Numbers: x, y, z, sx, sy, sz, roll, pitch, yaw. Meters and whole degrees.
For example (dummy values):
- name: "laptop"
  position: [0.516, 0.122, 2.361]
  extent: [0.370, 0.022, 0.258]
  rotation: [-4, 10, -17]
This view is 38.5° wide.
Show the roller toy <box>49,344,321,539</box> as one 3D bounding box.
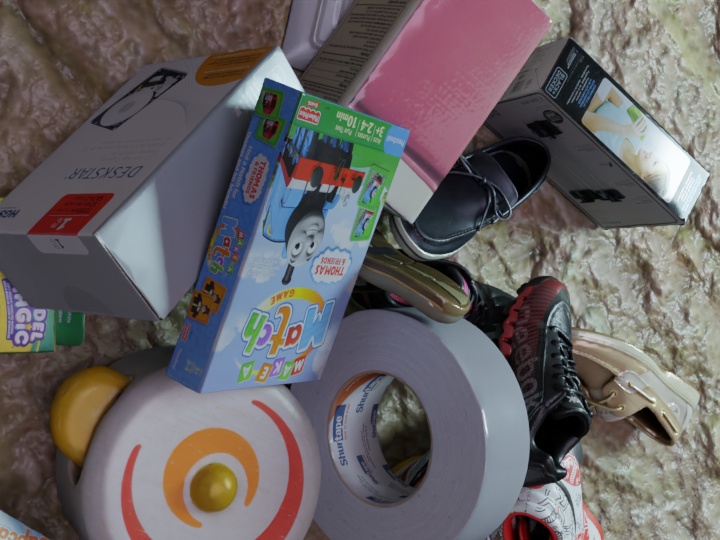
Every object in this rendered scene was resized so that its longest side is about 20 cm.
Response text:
- name: "roller toy"
  position: [-0.129, 0.149, 0.781]
  extent: [0.182, 0.140, 0.201]
  rotation: [-18, 99, -25]

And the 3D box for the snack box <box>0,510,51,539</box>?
- name: "snack box"
  position: [-0.298, 0.186, 0.713]
  extent: [0.200, 0.116, 0.037]
  rotation: [40, 40, -22]

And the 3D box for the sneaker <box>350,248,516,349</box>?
- name: "sneaker"
  position: [0.077, 0.033, 0.911]
  extent: [0.199, 0.084, 0.077]
  rotation: [18, 85, -26]

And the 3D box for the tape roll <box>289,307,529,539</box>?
- name: "tape roll"
  position: [0.033, 0.130, 0.823]
  extent: [0.066, 0.200, 0.202]
  rotation: [-1, 92, -51]

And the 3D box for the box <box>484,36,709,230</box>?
- name: "box"
  position: [0.211, -0.120, 0.956]
  extent: [0.200, 0.117, 0.060]
  rotation: [37, 73, -21]

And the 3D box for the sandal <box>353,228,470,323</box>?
- name: "sandal"
  position: [0.000, 0.000, 0.818]
  extent: [0.080, 0.200, 0.054]
  rotation: [3, 114, -50]

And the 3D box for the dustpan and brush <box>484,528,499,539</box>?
- name: "dustpan and brush"
  position: [0.069, 0.281, 0.918]
  extent: [0.200, 0.139, 0.057]
  rotation: [-45, 72, 14]

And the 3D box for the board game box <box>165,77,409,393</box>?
- name: "board game box"
  position: [-0.045, -0.018, 0.708]
  extent: [0.151, 0.036, 0.201]
  rotation: [4, 109, -61]

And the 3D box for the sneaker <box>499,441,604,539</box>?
- name: "sneaker"
  position: [0.171, 0.245, 0.933]
  extent: [0.108, 0.067, 0.202]
  rotation: [-58, 143, -42]

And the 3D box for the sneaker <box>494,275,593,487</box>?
- name: "sneaker"
  position: [0.157, 0.095, 0.872]
  extent: [0.071, 0.098, 0.201]
  rotation: [39, 60, -37]

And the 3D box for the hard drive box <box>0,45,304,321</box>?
- name: "hard drive box"
  position: [-0.145, -0.064, 0.724]
  extent: [0.200, 0.155, 0.077]
  rotation: [-55, 129, -32]

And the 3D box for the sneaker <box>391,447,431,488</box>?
- name: "sneaker"
  position: [0.100, 0.172, 0.921]
  extent: [0.200, 0.082, 0.078]
  rotation: [-40, 94, -22]

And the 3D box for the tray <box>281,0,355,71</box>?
- name: "tray"
  position: [0.001, -0.262, 0.897]
  extent: [0.107, 0.022, 0.201]
  rotation: [14, 86, -25]

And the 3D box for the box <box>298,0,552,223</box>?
- name: "box"
  position: [0.036, -0.157, 0.837]
  extent: [0.109, 0.128, 0.200]
  rotation: [35, 89, -27]

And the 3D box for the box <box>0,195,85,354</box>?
- name: "box"
  position: [-0.296, 0.003, 0.745]
  extent: [0.199, 0.048, 0.118]
  rotation: [1, 92, -28]

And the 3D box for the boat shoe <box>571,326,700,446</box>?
- name: "boat shoe"
  position: [0.254, 0.116, 1.008]
  extent: [0.199, 0.074, 0.069]
  rotation: [28, 74, -25]

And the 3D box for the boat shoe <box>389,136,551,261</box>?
- name: "boat shoe"
  position: [0.099, -0.069, 0.897]
  extent: [0.200, 0.062, 0.075]
  rotation: [-29, 85, -41]
